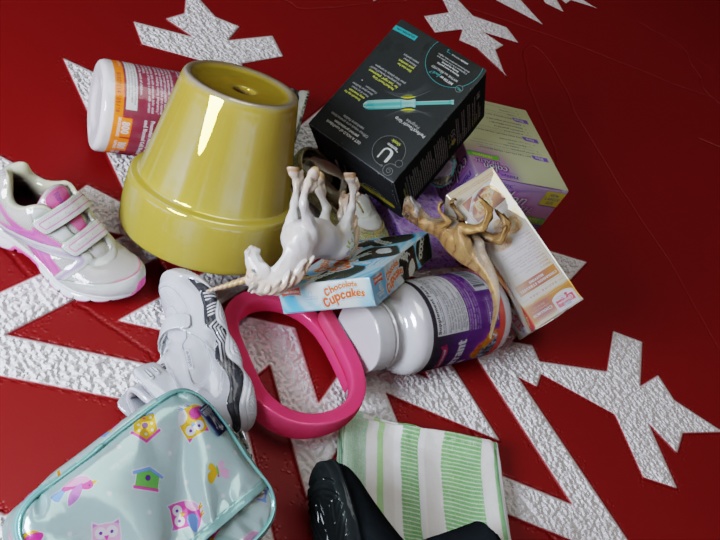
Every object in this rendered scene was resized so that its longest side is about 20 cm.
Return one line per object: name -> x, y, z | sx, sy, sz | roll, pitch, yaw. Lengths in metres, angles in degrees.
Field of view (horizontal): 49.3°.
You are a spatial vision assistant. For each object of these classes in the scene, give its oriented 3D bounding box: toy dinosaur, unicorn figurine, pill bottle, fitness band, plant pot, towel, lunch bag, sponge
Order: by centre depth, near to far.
lunch bag -> -0.172, 0.205, 0.656 | 0.200, 0.077, 0.160 | -37, 90, -36
unicorn figurine -> -0.058, -0.042, 0.848 | 0.200, 0.138, 0.074 | 0, 6, -44
towel -> 0.069, 0.232, 0.850 | 0.200, 0.023, 0.153 | 16, 45, -18
fitness band -> -0.077, 0.098, 0.867 | 0.143, 0.037, 0.200 | -6, 47, -31
plant pot -> -0.156, -0.125, 0.892 | 0.200, 0.189, 0.201 | 17, 28, -9
toy dinosaur -> 0.134, -0.026, 0.939 | 0.200, 0.106, 0.060 | 49, 17, 24
pill bottle -> 0.076, 0.064, 0.946 | 0.200, 0.111, 0.112 | -8, 55, -36
pill bottle -> -0.237, -0.197, 1.004 | 0.200, 0.114, 0.114 | 3, 49, -28
sponge -> 0.077, -0.088, 1.152 | 0.111, 0.030, 0.200 | -5, 53, -34

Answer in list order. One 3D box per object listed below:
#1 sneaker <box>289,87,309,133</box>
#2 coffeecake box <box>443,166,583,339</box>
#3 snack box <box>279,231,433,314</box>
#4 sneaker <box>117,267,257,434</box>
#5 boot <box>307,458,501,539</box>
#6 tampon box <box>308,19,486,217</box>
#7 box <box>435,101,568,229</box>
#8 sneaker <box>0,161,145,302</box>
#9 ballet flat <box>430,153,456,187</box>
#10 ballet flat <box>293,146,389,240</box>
sneaker -> -0.139, -0.203, 1.111 | 0.099, 0.070, 0.200 | 18, 39, -6
coffeecake box -> 0.192, -0.016, 1.032 | 0.073, 0.154, 0.200 | -32, 79, -2
snack box -> 0.000, 0.000, 0.931 | 0.200, 0.116, 0.037 | -37, 117, -61
sneaker -> -0.191, 0.084, 0.793 | 0.115, 0.075, 0.200 | -8, 58, -39
boot -> 0.050, 0.267, 0.753 | 0.168, 0.076, 0.200 | -6, 67, -31
tampon box -> 0.056, -0.207, 1.082 | 0.150, 0.126, 0.200 | 37, 81, 17
box -> 0.206, -0.176, 1.265 | 0.176, 0.097, 0.200 | 6, 47, -27
sneaker -> -0.315, -0.041, 0.828 | 0.200, 0.088, 0.081 | 30, 42, -3
ballet flat -> 0.063, -0.202, 1.181 | 0.200, 0.072, 0.072 | 34, 40, 19
ballet flat -> -0.023, -0.094, 1.071 | 0.200, 0.071, 0.071 | 45, 43, 13
